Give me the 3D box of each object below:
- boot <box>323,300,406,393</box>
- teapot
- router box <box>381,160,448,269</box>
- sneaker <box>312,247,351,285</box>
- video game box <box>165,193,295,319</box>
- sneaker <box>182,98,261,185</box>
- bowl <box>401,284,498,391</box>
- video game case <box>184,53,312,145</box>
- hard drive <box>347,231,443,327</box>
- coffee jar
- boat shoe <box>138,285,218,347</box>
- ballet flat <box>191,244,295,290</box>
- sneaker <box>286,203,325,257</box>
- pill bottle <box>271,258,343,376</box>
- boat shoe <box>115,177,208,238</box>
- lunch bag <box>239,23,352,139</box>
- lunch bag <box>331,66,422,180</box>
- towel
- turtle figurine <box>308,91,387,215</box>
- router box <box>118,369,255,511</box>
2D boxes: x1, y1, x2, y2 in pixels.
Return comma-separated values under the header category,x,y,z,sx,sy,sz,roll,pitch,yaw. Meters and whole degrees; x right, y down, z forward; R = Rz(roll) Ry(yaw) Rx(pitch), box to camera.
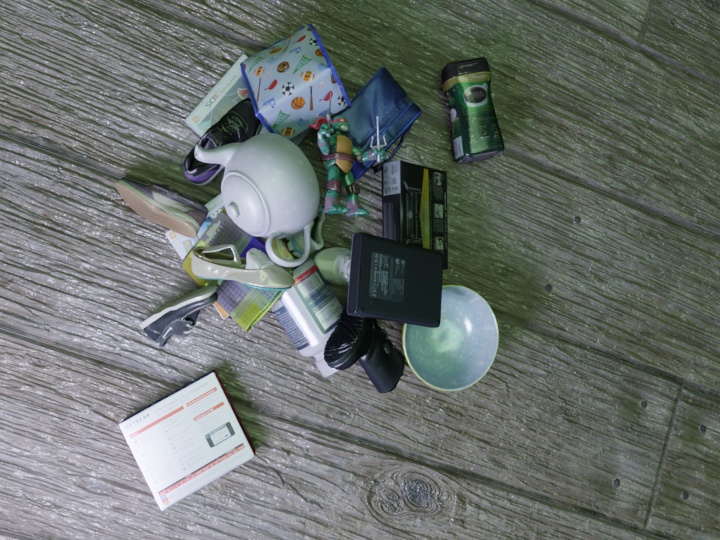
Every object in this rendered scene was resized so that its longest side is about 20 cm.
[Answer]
category,x,y,z,sx,sy,sz,roll,pitch,yaw
boot,0.017,0.160,1.100,0.075,0.201,0.170,-23,111,22
teapot,-0.174,-0.130,1.070,0.146,0.196,0.202,-40,137,-38
router box,0.110,-0.104,1.201,0.155,0.051,0.207,3,86,-47
sneaker,0.000,0.000,1.204,0.194,0.081,0.079,13,87,-8
video game box,-0.249,-0.041,1.178,0.181,0.047,0.202,-36,94,-6
sneaker,-0.256,-0.246,1.140,0.075,0.088,0.201,39,82,-5
bowl,0.168,0.132,1.214,0.194,0.108,0.207,1,87,-9
video game case,-0.216,-0.295,1.204,0.199,0.023,0.183,41,82,-7
hard drive,0.068,0.021,1.092,0.196,0.033,0.144,12,77,-34
coffee jar,0.230,-0.333,1.254,0.101,0.085,0.206,-10,91,-7
boat shoe,-0.323,0.083,1.110,0.197,0.072,0.069,-27,100,32
ballet flat,-0.208,-0.010,1.057,0.194,0.069,0.072,6,87,12
sneaker,-0.103,-0.132,1.178,0.074,0.085,0.206,-12,94,-43
pill bottle,-0.089,0.094,1.165,0.118,0.119,0.203,-33,94,-9
boat shoe,-0.370,-0.128,1.134,0.196,0.073,0.065,26,59,19
lunch bag,-0.127,-0.358,1.130,0.167,0.124,0.203,-28,57,4
lunch bag,0.021,-0.273,1.188,0.132,0.136,0.200,43,83,-5
towel,-0.228,-0.004,1.111,0.200,0.023,0.144,42,88,17
turtle figurine,-0.026,-0.204,1.081,0.146,0.100,0.207,-1,90,-33
router box,-0.325,0.318,1.149,0.196,0.049,0.183,-27,93,-10
